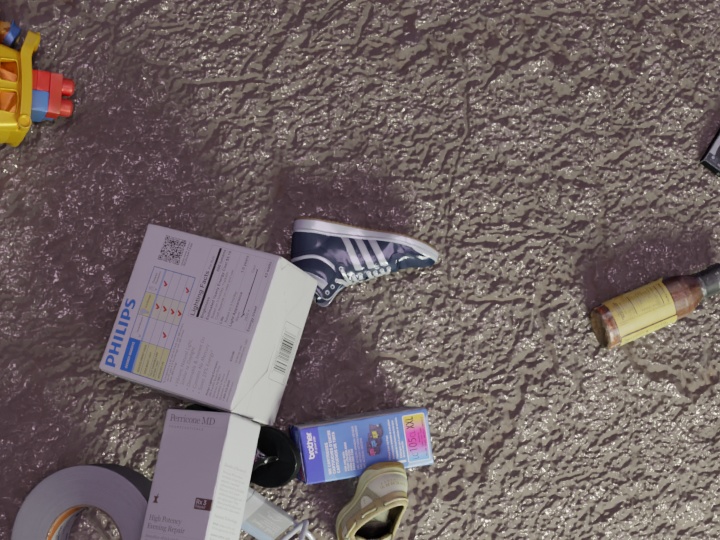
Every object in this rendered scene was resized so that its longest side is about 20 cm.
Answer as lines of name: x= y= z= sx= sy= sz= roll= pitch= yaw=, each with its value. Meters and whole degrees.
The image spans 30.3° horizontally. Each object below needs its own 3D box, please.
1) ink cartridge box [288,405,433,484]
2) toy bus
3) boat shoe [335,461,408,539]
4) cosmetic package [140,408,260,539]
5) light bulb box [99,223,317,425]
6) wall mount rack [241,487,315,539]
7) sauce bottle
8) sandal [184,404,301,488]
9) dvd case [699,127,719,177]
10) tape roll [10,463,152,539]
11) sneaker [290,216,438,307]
ink cartridge box: x=-0.017 y=0.224 z=1.701 sx=0.197 sy=0.136 sz=0.077 roll=-6 pitch=86 yaw=-9
toy bus: x=-0.465 y=-0.259 z=1.708 sx=0.189 sy=0.136 sz=0.203 roll=2 pitch=80 yaw=-21
boat shoe: x=0.018 y=0.317 z=1.669 sx=0.072 sy=0.202 sz=0.064 roll=1 pitch=49 yaw=-21
cosmetic package: x=-0.193 y=0.270 z=1.576 sx=0.101 sy=0.074 sz=0.203 roll=0 pitch=73 yaw=30
light bulb box: x=-0.188 y=0.068 z=1.664 sx=0.198 sy=0.125 sz=0.201 roll=14 pitch=80 yaw=25
wall mount rack: x=-0.162 y=0.341 z=1.681 sx=0.199 sy=0.174 sz=0.075 roll=36 pitch=37 yaw=-12
sauce bottle: x=0.413 y=0.045 z=1.824 sx=0.198 sy=0.066 sz=0.067 roll=-20 pitch=86 yaw=-12
sandal: x=-0.160 y=0.224 z=1.669 sx=0.199 sy=0.048 sz=0.076 roll=14 pitch=103 yaw=35
dvd case: x=0.595 y=-0.195 z=1.899 sx=0.149 sy=0.025 sz=0.201 roll=34 pitch=79 yaw=-3
tape roll: x=-0.330 y=0.342 z=1.646 sx=0.197 sy=0.066 sz=0.203 roll=-1 pitch=84 yaw=12
sneaker: x=0.000 y=0.000 z=1.764 sx=0.197 sy=0.070 sz=0.110 roll=11 pitch=77 yaw=0
